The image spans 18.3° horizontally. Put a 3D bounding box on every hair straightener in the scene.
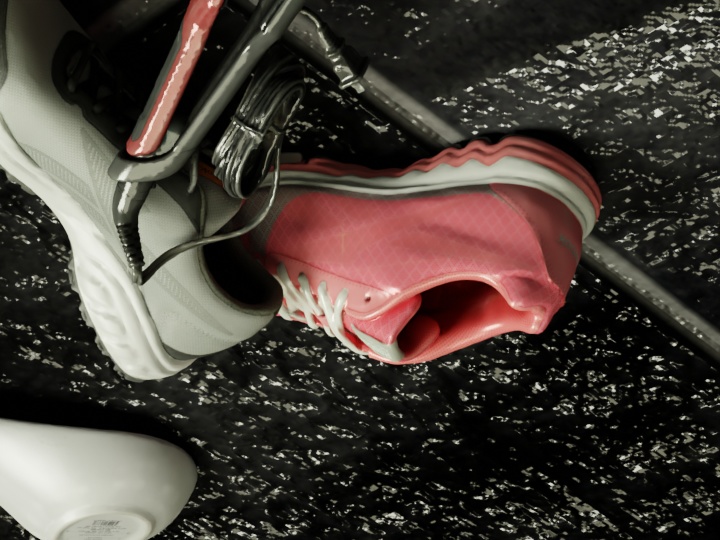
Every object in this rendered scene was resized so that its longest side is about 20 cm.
[{"bbox_3d":[-0.034,-0.074,0.830,0.077,0.041,0.201,21,113,-15],"label":"hair straightener"}]

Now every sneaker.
[{"bbox_3d":[-0.096,-0.048,0.898,0.079,0.074,0.201,-16,121,23],"label":"sneaker"},{"bbox_3d":[0.000,0.000,0.934,0.199,0.087,0.074,-9,137,26],"label":"sneaker"}]

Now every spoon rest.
[{"bbox_3d":[-0.176,0.105,1.124,0.199,0.061,0.099,7,145,-32],"label":"spoon rest"}]
